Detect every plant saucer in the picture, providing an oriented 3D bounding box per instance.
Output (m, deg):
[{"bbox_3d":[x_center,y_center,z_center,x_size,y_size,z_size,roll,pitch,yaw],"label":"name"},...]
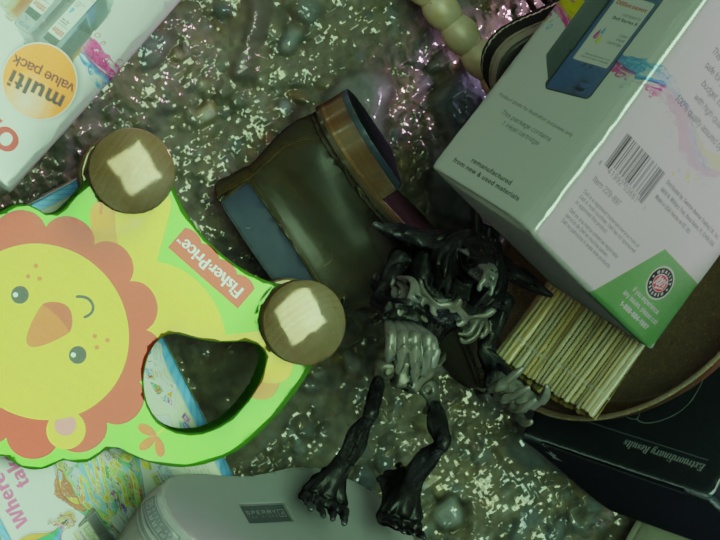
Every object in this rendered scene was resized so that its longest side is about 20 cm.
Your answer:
[{"bbox_3d":[0.161,0.003,1.469,0.037,0.200,0.201,40,74,-41],"label":"plant saucer"}]

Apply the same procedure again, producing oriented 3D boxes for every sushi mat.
[{"bbox_3d":[0.157,-0.014,1.448,0.012,0.096,0.200,40,84,-40],"label":"sushi mat"}]

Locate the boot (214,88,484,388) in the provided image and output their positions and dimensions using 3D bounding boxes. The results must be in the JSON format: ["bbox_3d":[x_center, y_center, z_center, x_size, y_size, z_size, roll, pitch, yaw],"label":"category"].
[{"bbox_3d":[0.000,0.000,1.494,0.097,0.075,0.200,-28,109,8],"label":"boot"}]

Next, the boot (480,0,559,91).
[{"bbox_3d":[0.119,-0.157,1.475,0.200,0.151,0.073,-20,133,-30],"label":"boot"}]

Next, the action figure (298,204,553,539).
[{"bbox_3d":[0.045,0.050,1.416,0.119,0.102,0.200,19,98,-27],"label":"action figure"}]

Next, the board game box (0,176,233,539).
[{"bbox_3d":[-0.170,0.067,1.436,0.134,0.034,0.200,-28,96,-18],"label":"board game box"}]

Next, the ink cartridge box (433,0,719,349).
[{"bbox_3d":[0.156,-0.083,1.376,0.200,0.087,0.145,-52,137,-2],"label":"ink cartridge box"}]

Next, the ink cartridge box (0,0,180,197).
[{"bbox_3d":[-0.190,-0.152,1.383,0.145,0.145,0.200,42,76,-12],"label":"ink cartridge box"}]

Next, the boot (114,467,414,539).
[{"bbox_3d":[-0.065,0.164,1.450,0.200,0.096,0.074,11,41,-44],"label":"boot"}]

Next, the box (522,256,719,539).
[{"bbox_3d":[0.216,0.051,1.492,0.107,0.148,0.200,41,74,-40],"label":"box"}]

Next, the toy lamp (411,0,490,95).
[{"bbox_3d":[0.052,-0.149,1.512,0.058,0.058,0.200,-44,103,-16],"label":"toy lamp"}]

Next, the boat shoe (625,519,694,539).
[{"bbox_3d":[0.227,0.139,1.547,0.202,0.072,0.060,-52,136,-4],"label":"boat shoe"}]

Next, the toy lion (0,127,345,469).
[{"bbox_3d":[-0.138,0.034,1.402,0.200,0.069,0.192,41,83,-11],"label":"toy lion"}]
